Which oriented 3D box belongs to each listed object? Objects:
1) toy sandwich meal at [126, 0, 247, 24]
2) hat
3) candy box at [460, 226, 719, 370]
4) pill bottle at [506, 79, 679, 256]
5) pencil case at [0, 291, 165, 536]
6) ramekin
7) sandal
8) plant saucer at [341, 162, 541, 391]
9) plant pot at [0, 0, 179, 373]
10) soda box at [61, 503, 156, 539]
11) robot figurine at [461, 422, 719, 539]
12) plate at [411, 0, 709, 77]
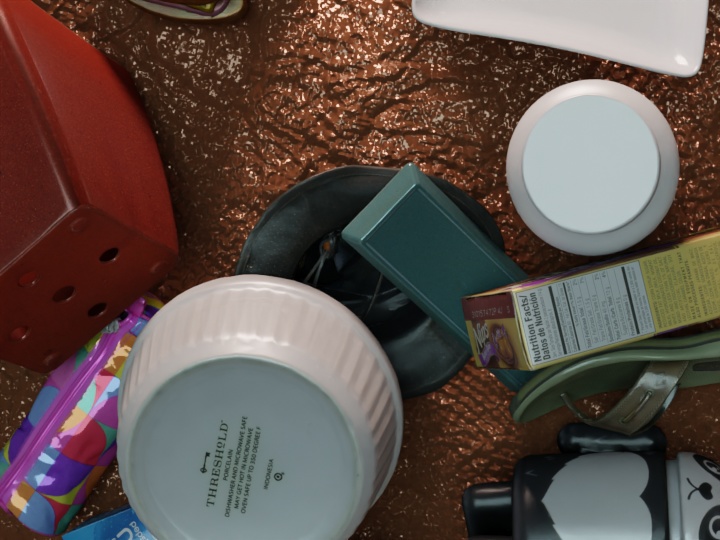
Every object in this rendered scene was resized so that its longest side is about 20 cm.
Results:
[{"bbox_3d":[-0.128,-0.288,1.145,0.203,0.070,0.208,0,92,10],"label":"toy sandwich meal"},{"bbox_3d":[0.000,0.000,1.115,0.198,0.081,0.203,-6,115,-12],"label":"hat"},{"bbox_3d":[0.179,0.017,1.043,0.198,0.117,0.057,-13,90,-12],"label":"candy box"},{"bbox_3d":[0.155,-0.066,1.036,0.112,0.200,0.114,0,92,10],"label":"pill bottle"},{"bbox_3d":[-0.205,0.100,1.163,0.088,0.088,0.201,34,97,7],"label":"pencil case"},{"bbox_3d":[-0.071,0.113,1.039,0.200,0.094,0.205,1,108,3],"label":"ramekin"},{"bbox_3d":[0.202,0.083,1.085,0.199,0.080,0.058,-9,69,6],"label":"sandal"},{"bbox_3d":[0.075,0.011,1.084,0.070,0.019,0.200,-45,120,5],"label":"plant saucer"},{"bbox_3d":[-0.242,-0.047,1.081,0.199,0.200,0.177,-39,64,9],"label":"plant pot"},{"bbox_3d":[-0.114,0.185,1.156,0.198,0.068,0.065,-23,88,10],"label":"soda box"},{"bbox_3d":[0.170,0.186,1.078,0.197,0.125,0.152,-3,91,10],"label":"robot figurine"},{"bbox_3d":[0.143,-0.237,1.054,0.198,0.032,0.202,11,76,-4],"label":"plate"}]
